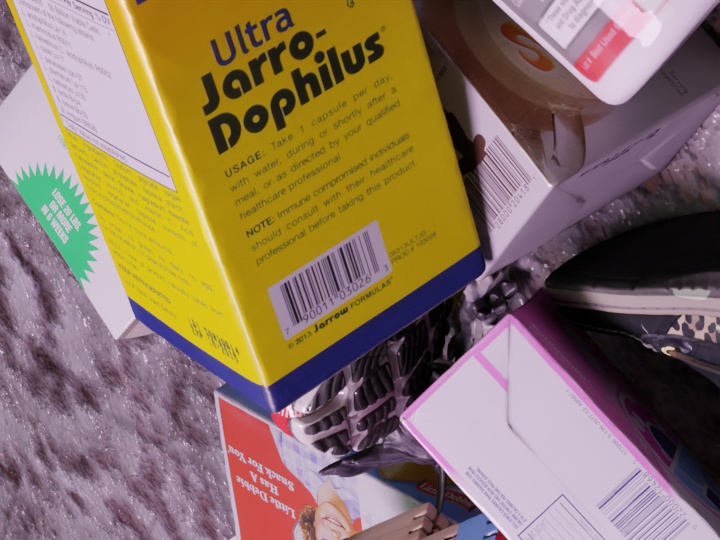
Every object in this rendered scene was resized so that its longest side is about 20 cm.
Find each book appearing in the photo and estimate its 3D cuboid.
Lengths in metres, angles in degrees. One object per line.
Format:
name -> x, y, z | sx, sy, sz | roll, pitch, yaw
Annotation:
book -> -0.083, -0.082, 0.884 | 0.200, 0.048, 0.134 | -47, 71, 30

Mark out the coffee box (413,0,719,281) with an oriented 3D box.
coffee box -> 0.040, -0.113, 0.776 | 0.200, 0.114, 0.080 | 53, 147, 13

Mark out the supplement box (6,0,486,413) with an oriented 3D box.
supplement box -> -0.046, -0.069, 0.705 | 0.109, 0.109, 0.201 | 30, 145, 49

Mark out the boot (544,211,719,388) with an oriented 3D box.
boot -> 0.169, 0.058, 0.771 | 0.203, 0.073, 0.154 | 3, 119, 53

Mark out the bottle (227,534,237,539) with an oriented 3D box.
bottle -> -0.016, 0.240, 1.141 | 0.200, 0.065, 0.084 | 56, 145, 7

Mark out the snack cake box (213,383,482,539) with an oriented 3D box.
snack cake box -> 0.013, 0.131, 1.025 | 0.200, 0.067, 0.115 | 24, 133, 42

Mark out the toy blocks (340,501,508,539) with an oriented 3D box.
toy blocks -> 0.067, 0.176, 0.883 | 0.136, 0.100, 0.200 | -27, 115, 32

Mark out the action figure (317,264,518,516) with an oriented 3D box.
action figure -> 0.009, 0.021, 0.910 | 0.200, 0.119, 0.102 | 60, 160, 13

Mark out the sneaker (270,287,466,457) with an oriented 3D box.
sneaker -> 0.000, 0.000, 0.830 | 0.085, 0.200, 0.077 | 15, 136, 18

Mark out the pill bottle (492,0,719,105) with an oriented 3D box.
pill bottle -> 0.057, -0.165, 0.682 | 0.200, 0.114, 0.114 | 43, 144, 3

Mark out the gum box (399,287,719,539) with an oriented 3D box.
gum box -> 0.116, 0.106, 0.804 | 0.066, 0.113, 0.200 | -44, 85, 12
